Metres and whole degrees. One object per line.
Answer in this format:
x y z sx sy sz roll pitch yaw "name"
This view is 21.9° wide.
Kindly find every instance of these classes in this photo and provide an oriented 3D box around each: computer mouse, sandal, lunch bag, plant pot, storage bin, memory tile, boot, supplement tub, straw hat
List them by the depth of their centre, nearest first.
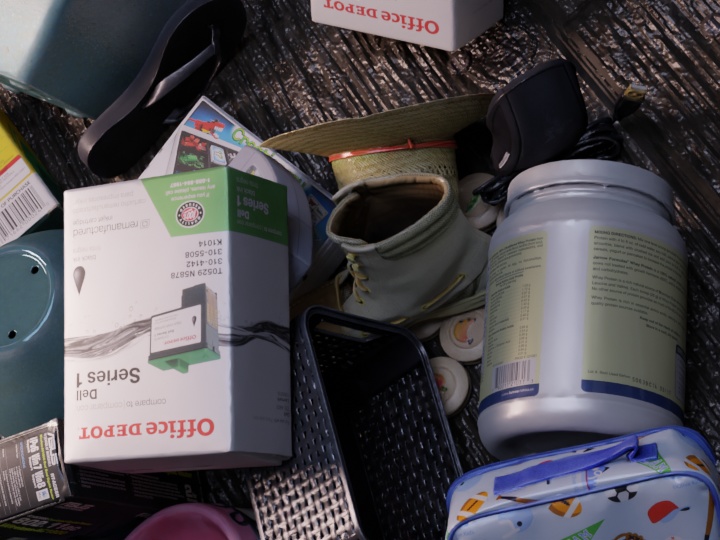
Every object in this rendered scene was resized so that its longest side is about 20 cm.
0.162 0.186 1.255 0.200 0.160 0.076 -15 23 12 "lunch bag"
0.161 0.036 1.331 0.145 0.145 0.200 -4 67 23 "supplement tub"
-0.006 0.140 1.354 0.094 0.135 0.200 -34 58 32 "storage bin"
0.158 -0.104 1.369 0.140 0.200 0.046 -26 72 -10 "computer mouse"
0.000 0.000 1.395 0.200 0.155 0.072 -22 61 14 "boot"
0.028 -0.076 1.440 0.201 0.201 0.085 -12 89 20 "straw hat"
0.057 0.010 1.466 0.153 0.017 0.200 24 79 31 "memory tile"
-0.253 0.047 1.524 0.200 0.135 0.200 -9 65 20 "plant pot"
-0.161 -0.156 1.610 0.200 0.076 0.043 -51 55 9 "sandal"
-0.262 -0.249 1.632 0.196 0.196 0.200 21 88 30 "plant pot"

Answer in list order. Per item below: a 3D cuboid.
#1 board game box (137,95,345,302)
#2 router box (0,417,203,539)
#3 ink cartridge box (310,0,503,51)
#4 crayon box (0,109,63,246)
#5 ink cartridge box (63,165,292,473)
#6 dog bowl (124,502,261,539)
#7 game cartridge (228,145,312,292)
-0.101 -0.044 1.548 0.200 0.035 0.126 39 92 32 "board game box"
-0.232 0.173 1.415 0.150 0.200 0.062 -21 71 20 "router box"
0.035 -0.290 1.496 0.146 0.200 0.083 16 35 29 "ink cartridge box"
-0.349 -0.073 1.668 0.127 0.051 0.200 -41 58 3 "crayon box"
-0.130 0.039 1.313 0.146 0.084 0.200 -7 78 27 "ink cartridge box"
-0.123 0.261 1.374 0.200 0.074 0.200 -22 52 32 "dog bowl"
-0.094 -0.018 1.430 0.133 0.041 0.200 -47 26 11 "game cartridge"
